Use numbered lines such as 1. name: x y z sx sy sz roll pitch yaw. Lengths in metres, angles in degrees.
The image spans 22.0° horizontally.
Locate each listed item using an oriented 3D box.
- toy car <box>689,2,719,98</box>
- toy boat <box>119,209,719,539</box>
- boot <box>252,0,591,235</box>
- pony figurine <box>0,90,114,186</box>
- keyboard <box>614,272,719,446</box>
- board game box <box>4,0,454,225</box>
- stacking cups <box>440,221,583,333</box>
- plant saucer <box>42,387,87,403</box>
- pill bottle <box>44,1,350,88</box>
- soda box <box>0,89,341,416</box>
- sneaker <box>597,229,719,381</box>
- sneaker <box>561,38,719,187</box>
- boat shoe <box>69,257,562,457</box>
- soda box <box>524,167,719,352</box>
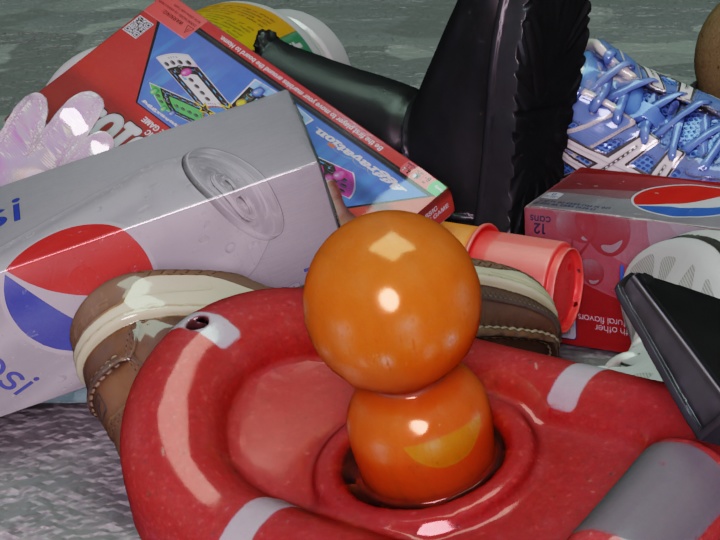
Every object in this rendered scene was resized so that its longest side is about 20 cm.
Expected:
1. toy car: 0.262 -0.119 1.119 0.199 0.159 0.164 -37 24 -12
2. toy boat: 0.015 0.042 0.546 0.199 0.132 0.130 12 37 37
3. boot: 0.016 -0.078 0.856 0.161 0.200 0.073 16 21 29
4. pony figurine: -0.218 -0.043 0.807 0.199 0.193 0.167 -11 59 -42
5. keyboard: 0.171 0.063 0.552 0.198 0.021 0.127 17 26 -30
6. board game box: -0.063 -0.048 0.820 0.103 0.020 0.200 -41 53 -17
7. stacking cups: 0.000 0.000 0.819 0.198 0.061 0.060 12 22 27
8. plant saucer: -0.096 0.037 0.789 0.198 0.019 0.070 0 18 3
9. pill bottle: -0.081 -0.083 1.000 0.112 0.114 0.200 6 19 23
10. soda box: -0.106 -0.001 0.727 0.198 0.064 0.068 -19 33 -2
11. sneaker: 0.100 0.037 0.673 0.114 0.077 0.201 -2 20 -8
12. sneaker: 0.125 -0.060 0.867 0.198 0.077 0.076 15 61 31
13. boat shoe: -0.008 0.045 0.700 0.200 0.075 0.075 -4 52 -24
14. soda box: 0.172 0.003 0.790 0.198 0.064 0.070 9 21 28
